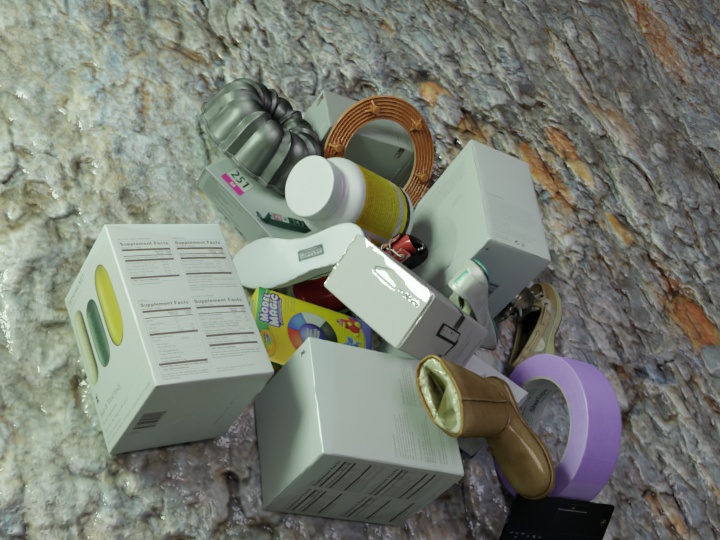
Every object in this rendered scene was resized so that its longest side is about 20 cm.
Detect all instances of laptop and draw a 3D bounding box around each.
[{"bbox_3d":[0.258,0.407,1.292,0.174,0.204,0.103,13,10,-30],"label":"laptop"}]

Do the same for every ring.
[{"bbox_3d":[0.032,-0.167,1.556,0.197,0.204,0.019,11,11,-31],"label":"ring"}]

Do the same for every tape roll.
[{"bbox_3d":[0.265,0.221,1.385,0.065,0.200,0.203,14,47,-29],"label":"tape roll"}]

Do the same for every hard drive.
[{"bbox_3d":[0.113,0.153,1.381,0.199,0.026,0.131,35,50,25],"label":"hard drive"}]

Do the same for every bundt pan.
[{"bbox_3d":[-0.135,-0.205,1.480,0.201,0.076,0.203,38,21,-17],"label":"bundt pan"}]

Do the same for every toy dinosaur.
[{"bbox_3d":[0.236,0.006,1.613,0.076,0.102,0.204,19,56,-27],"label":"toy dinosaur"}]

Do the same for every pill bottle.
[{"bbox_3d":[-0.016,-0.094,1.442,0.199,0.112,0.114,21,40,-54],"label":"pill bottle"}]

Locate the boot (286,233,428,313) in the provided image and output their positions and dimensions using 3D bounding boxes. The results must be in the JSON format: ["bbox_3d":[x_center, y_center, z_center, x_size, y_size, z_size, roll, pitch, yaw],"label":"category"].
[{"bbox_3d":[0.000,0.000,1.406,0.197,0.144,0.073,-10,63,-41],"label":"boot"}]

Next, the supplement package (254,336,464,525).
[{"bbox_3d":[-0.006,0.200,1.222,0.197,0.151,0.154,14,48,-29],"label":"supplement package"}]

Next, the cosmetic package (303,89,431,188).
[{"bbox_3d":[0.002,-0.201,1.611,0.197,0.107,0.091,9,49,-31],"label":"cosmetic package"}]

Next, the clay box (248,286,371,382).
[{"bbox_3d":[-0.081,0.097,1.323,0.197,0.048,0.116,19,45,-20],"label":"clay box"}]

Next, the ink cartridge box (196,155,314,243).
[{"bbox_3d":[-0.116,-0.098,1.475,0.200,0.044,0.173,46,42,4],"label":"ink cartridge box"}]

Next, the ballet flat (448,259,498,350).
[{"bbox_3d":[0.155,0.063,1.451,0.068,0.202,0.071,-6,52,8],"label":"ballet flat"}]

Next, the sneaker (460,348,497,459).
[{"bbox_3d":[0.140,0.181,1.427,0.086,0.076,0.201,25,33,-9],"label":"sneaker"}]

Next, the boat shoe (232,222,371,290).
[{"bbox_3d":[-0.076,-0.013,1.357,0.070,0.196,0.072,39,38,-65],"label":"boat shoe"}]

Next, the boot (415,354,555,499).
[{"bbox_3d":[0.149,0.194,1.212,0.199,0.066,0.177,22,34,-60],"label":"boot"}]

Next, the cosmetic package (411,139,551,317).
[{"bbox_3d":[0.173,-0.048,1.543,0.121,0.200,0.203,16,47,-26],"label":"cosmetic package"}]

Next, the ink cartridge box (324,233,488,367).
[{"bbox_3d":[0.062,0.050,1.311,0.145,0.085,0.199,39,4,32],"label":"ink cartridge box"}]

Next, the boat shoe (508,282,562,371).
[{"bbox_3d":[0.273,0.090,1.606,0.063,0.073,0.203,32,49,-18],"label":"boat shoe"}]

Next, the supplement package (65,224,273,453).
[{"bbox_3d":[-0.221,0.074,1.144,0.148,0.152,0.203,-2,57,-39],"label":"supplement package"}]
